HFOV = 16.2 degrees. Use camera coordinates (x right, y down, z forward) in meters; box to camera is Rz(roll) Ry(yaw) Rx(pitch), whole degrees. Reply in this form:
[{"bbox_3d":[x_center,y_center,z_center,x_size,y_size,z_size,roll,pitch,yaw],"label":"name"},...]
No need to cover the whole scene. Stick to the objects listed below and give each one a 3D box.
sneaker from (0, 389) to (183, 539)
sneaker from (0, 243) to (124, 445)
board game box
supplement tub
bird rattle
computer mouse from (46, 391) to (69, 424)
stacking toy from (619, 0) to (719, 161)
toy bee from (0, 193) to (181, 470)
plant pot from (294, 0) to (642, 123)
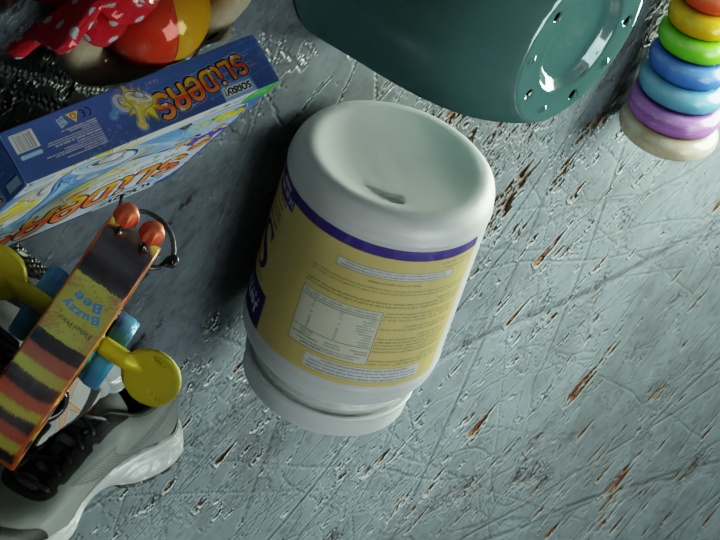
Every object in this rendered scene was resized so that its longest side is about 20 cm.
[{"bbox_3d":[-0.195,0.122,1.685,0.200,0.074,0.080,-36,143,-43],"label":"sneaker"},{"bbox_3d":[-0.201,0.050,1.562,0.080,0.074,0.200,-43,154,-12],"label":"sneaker"},{"bbox_3d":[-0.156,-0.065,1.459,0.199,0.035,0.135,-27,174,-42],"label":"board game box"},{"bbox_3d":[0.000,0.000,1.749,0.145,0.145,0.201,-26,145,-43],"label":"supplement tub"},{"bbox_3d":[-0.112,-0.149,1.418,0.200,0.113,0.163,-34,167,-27],"label":"bird rattle"},{"bbox_3d":[-0.242,0.147,1.491,0.110,0.044,0.200,-32,158,-49],"label":"computer mouse"},{"bbox_3d":[0.274,-0.190,2.042,0.085,0.085,0.201,-25,141,-44],"label":"stacking toy"},{"bbox_3d":[-0.157,0.010,1.427,0.109,0.130,0.201,127,-26,-52],"label":"toy bee"},{"bbox_3d":[0.083,-0.188,1.615,0.200,0.161,0.201,-38,153,-24],"label":"plant pot"}]
